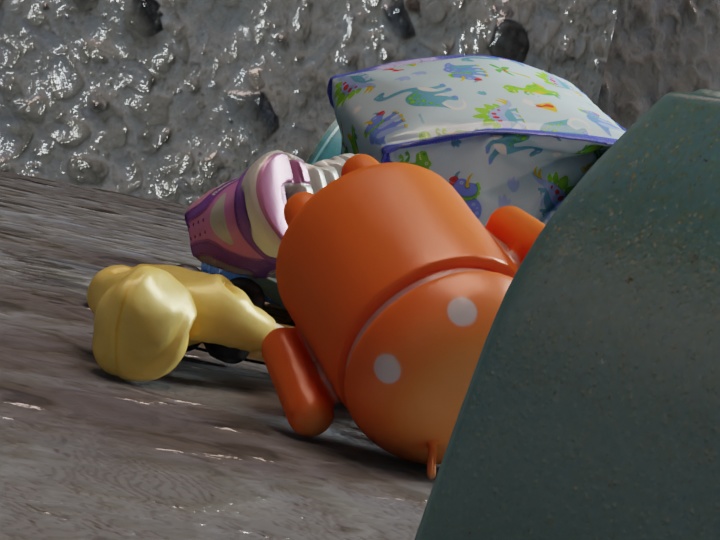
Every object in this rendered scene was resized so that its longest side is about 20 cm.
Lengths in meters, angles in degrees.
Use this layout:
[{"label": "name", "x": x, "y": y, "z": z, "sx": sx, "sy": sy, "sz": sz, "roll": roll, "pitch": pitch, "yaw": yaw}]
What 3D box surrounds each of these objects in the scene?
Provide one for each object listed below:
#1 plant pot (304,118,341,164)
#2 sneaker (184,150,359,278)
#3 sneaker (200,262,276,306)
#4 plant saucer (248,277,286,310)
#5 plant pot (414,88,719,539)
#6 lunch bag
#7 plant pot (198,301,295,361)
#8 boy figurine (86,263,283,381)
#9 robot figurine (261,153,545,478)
[{"label": "plant pot", "x": 0.044, "y": -0.033, "z": 1.835, "sx": 0.188, "sy": 0.200, "sz": 0.200, "roll": 29, "pitch": 7, "yaw": 13}, {"label": "sneaker", "x": -0.041, "y": -0.028, "z": 1.238, "sx": 0.088, "sy": 0.081, "sz": 0.200, "roll": -20, "pitch": -13, "yaw": 28}, {"label": "sneaker", "x": -0.038, "y": 0.022, "z": 1.521, "sx": 0.200, "sy": 0.071, "sz": 0.083, "roll": 18, "pitch": -24, "yaw": 21}, {"label": "plant saucer", "x": 0.000, "y": 0.000, "z": 1.421, "sx": 0.200, "sy": 0.036, "sz": 0.200, "roll": 7, "pitch": 24, "yaw": -3}, {"label": "plant pot", "x": 0.166, "y": 0.042, "z": 0.724, "sx": 0.196, "sy": 0.200, "sz": 0.196, "roll": 9, "pitch": 4, "yaw": -38}, {"label": "lunch bag", "x": 0.093, "y": -0.087, "z": 1.438, "sx": 0.200, "sy": 0.127, "sz": 0.170, "roll": -14, "pitch": 28, "yaw": -11}, {"label": "plant pot", "x": -0.077, "y": 0.040, "z": 1.393, "sx": 0.200, "sy": 0.027, "sz": 0.200, "roll": 12, "pitch": 3, "yaw": -1}, {"label": "boy figurine", "x": -0.105, "y": 0.029, "z": 1.151, "sx": 0.124, "sy": 0.064, "sz": 0.200, "roll": 13, "pitch": 4, "yaw": 6}, {"label": "robot figurine", "x": 0.029, "y": 0.020, "z": 1.021, "sx": 0.144, "sy": 0.117, "sz": 0.200, "roll": -3, "pitch": 37, "yaw": -25}]
